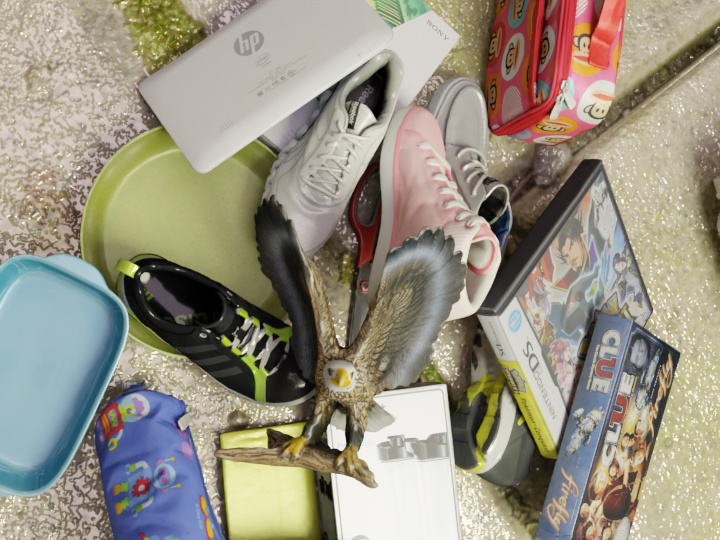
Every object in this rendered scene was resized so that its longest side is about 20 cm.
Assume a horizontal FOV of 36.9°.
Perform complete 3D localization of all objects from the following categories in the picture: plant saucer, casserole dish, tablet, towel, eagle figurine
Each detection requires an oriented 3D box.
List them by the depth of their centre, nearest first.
[{"bbox_3d":[-0.012,0.056,0.814,0.150,0.150,0.203,9,90,-33],"label":"eagle figurine"},{"bbox_3d":[-0.263,0.082,0.860,0.120,0.039,0.202,26,88,-8],"label":"casserole dish"},{"bbox_3d":[-0.082,-0.176,0.908,0.199,0.014,0.130,-35,56,-5],"label":"tablet"},{"bbox_3d":[-0.139,-0.026,0.926,0.197,0.031,0.203,1,86,-17],"label":"plant saucer"},{"bbox_3d":[-0.074,0.237,0.933,0.085,0.018,0.203,-4,86,-23],"label":"towel"}]

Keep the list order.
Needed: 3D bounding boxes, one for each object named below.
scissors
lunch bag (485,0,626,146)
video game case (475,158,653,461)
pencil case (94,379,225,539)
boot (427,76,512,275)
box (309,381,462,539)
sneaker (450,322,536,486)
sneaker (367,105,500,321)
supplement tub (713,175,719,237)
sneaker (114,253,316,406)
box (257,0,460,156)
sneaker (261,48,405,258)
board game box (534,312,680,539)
[{"bbox_3d":[0.000,0.000,0.977,0.073,0.014,0.202,27,79,-16],"label":"scissors"},{"bbox_3d":[0.182,-0.220,0.963,0.081,0.176,0.203,9,82,-16],"label":"lunch bag"},{"bbox_3d":[0.188,0.034,0.957,0.200,0.025,0.182,-49,127,-31],"label":"video game case"},{"bbox_3d":[-0.149,0.183,0.830,0.086,0.078,0.201,-31,51,7],"label":"pencil case"},{"bbox_3d":[0.102,-0.077,0.962,0.073,0.095,0.203,9,86,-32],"label":"boot"},{"bbox_3d":[0.024,0.203,0.938,0.115,0.060,0.203,-4,86,-14],"label":"box"},{"bbox_3d":[0.142,0.103,0.989,0.085,0.074,0.202,43,65,-38],"label":"sneaker"},{"bbox_3d":[0.070,-0.048,0.886,0.075,0.103,0.203,36,54,-49],"label":"sneaker"},{"bbox_3d":[0.430,-0.014,1.037,0.143,0.144,0.203,-20,91,-17],"label":"supplement tub"},{"bbox_3d":[-0.112,0.052,0.869,0.198,0.083,0.072,29,79,-13],"label":"sneaker"},{"bbox_3d":[-0.020,-0.183,0.972,0.144,0.036,0.201,39,75,-11],"label":"box"},{"bbox_3d":[-0.022,-0.101,0.907,0.075,0.081,0.202,28,80,-15],"label":"sneaker"},{"bbox_3d":[0.227,0.153,0.974,0.135,0.034,0.203,25,81,-52],"label":"board game box"}]
